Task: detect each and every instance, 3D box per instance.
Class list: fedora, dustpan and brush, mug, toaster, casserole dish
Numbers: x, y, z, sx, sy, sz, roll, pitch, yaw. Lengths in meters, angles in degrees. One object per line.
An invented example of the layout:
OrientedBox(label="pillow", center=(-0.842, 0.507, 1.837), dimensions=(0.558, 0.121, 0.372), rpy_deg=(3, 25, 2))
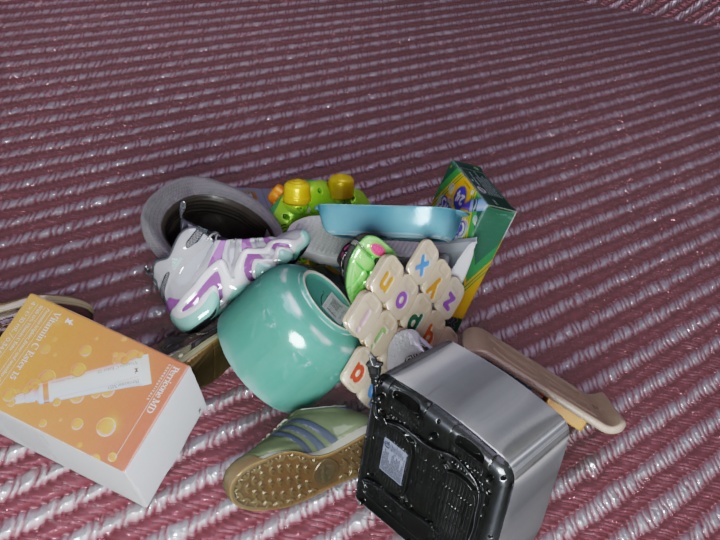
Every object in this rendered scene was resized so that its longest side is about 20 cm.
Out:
OrientedBox(label="fedora", center=(-0.195, -0.025, 1.366), dimensions=(0.198, 0.091, 0.177), rpy_deg=(27, 46, 9))
OrientedBox(label="dustpan and brush", center=(0.068, 0.047, 1.305), dimensions=(0.057, 0.203, 0.139), rpy_deg=(21, -10, -23))
OrientedBox(label="mug", center=(-0.078, 0.057, 1.193), dimensions=(0.151, 0.114, 0.186), rpy_deg=(24, 32, -47))
OrientedBox(label="toaster", center=(0.095, 0.186, 1.033), dimensions=(0.180, 0.202, 0.118), rpy_deg=(32, 40, 32))
OrientedBox(label="casserole dish", center=(0.038, -0.058, 1.290), dimensions=(0.197, 0.039, 0.121), rpy_deg=(2, -1, 15))

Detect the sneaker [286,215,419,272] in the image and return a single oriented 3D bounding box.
OrientedBox(label="sneaker", center=(-0.018, -0.017, 1.385), dimensions=(0.197, 0.082, 0.075), rpy_deg=(7, 48, -28))

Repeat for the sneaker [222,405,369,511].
OrientedBox(label="sneaker", center=(-0.068, 0.193, 1.103), dimensions=(0.198, 0.068, 0.090), rpy_deg=(-12, 26, -31))

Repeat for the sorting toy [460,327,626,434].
OrientedBox(label="sorting toy", center=(0.211, 0.134, 1.238), dimensions=(0.198, 0.037, 0.185), rpy_deg=(27, 6, 2))

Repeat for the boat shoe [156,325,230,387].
OrientedBox(label="boat shoe", center=(-0.208, 0.103, 1.184), dimensions=(0.064, 0.074, 0.199), rpy_deg=(31, 35, 21))

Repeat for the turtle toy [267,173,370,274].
OrientedBox(label="turtle toy", center=(-0.060, -0.072, 1.469), dimensions=(0.198, 0.148, 0.101), rpy_deg=(-11, 23, -37))

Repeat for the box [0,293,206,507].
OrientedBox(label="box", center=(-0.277, 0.130, 1.047), dimensions=(0.198, 0.098, 0.125), rpy_deg=(21, 62, 15))

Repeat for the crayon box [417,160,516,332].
OrientedBox(label="crayon box", center=(0.124, -0.028, 1.384), dimensions=(0.051, 0.202, 0.126), rpy_deg=(10, 28, -26))

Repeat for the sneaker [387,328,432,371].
OrientedBox(label="sneaker", center=(0.114, 0.149, 1.179), dimensions=(0.114, 0.075, 0.201), rpy_deg=(-19, 72, -51))

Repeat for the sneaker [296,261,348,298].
OrientedBox(label="sneaker", center=(-0.028, 0.047, 1.342), dimensions=(0.078, 0.075, 0.200), rpy_deg=(-4, 34, -35))

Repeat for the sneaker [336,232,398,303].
OrientedBox(label="sneaker", center=(0.000, 0.000, 1.238), dimensions=(0.077, 0.200, 0.084), rpy_deg=(-40, 74, -9))

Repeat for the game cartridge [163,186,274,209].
OrientedBox(label="game cartridge", center=(-0.194, -0.079, 1.526), dimensions=(0.197, 0.042, 0.134), rpy_deg=(0, 28, -19))

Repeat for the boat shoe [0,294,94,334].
OrientedBox(label="boat shoe", center=(-0.399, 0.075, 1.184), dimensions=(0.198, 0.072, 0.073), rpy_deg=(0, 62, -40))

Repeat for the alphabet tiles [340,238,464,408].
OrientedBox(label="alphabet tiles", center=(0.051, 0.071, 1.202), dimensions=(0.014, 0.200, 0.197), rpy_deg=(17, 68, 39))

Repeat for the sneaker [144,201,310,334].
OrientedBox(label="sneaker", center=(-0.169, -0.032, 1.252), dimensions=(0.199, 0.078, 0.141), rpy_deg=(-33, 84, -19))
